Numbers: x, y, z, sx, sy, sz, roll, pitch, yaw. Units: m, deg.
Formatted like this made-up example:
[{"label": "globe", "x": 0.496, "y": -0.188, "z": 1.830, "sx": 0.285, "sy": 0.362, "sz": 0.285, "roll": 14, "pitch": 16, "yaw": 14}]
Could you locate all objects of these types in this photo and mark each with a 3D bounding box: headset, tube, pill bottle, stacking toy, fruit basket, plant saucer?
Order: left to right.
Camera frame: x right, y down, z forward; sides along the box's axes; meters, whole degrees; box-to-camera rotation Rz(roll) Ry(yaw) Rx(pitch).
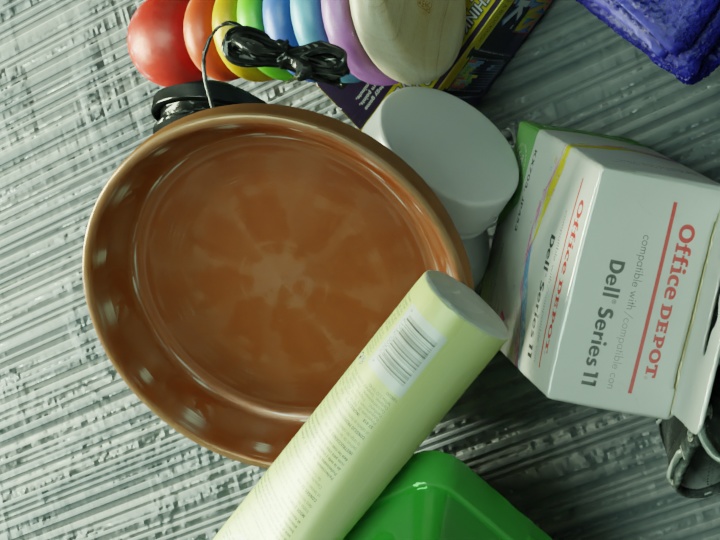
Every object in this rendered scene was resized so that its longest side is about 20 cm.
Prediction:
[{"label": "headset", "x": -0.067, "y": -0.050, "z": 1.271, "sx": 0.200, "sy": 0.094, "sz": 0.124, "roll": 105, "pitch": 170, "yaw": -46}, {"label": "stacking toy", "x": -0.045, "y": -0.130, "z": 1.290, "sx": 0.200, "sy": 0.085, "sz": 0.085, "roll": -6, "pitch": 87, "yaw": 38}, {"label": "plant saucer", "x": -0.040, "y": 0.008, "z": 1.207, "sx": 0.200, "sy": 0.032, "sz": 0.200, "roll": 7, "pitch": 118, "yaw": 12}, {"label": "tube", "x": -0.008, "y": 0.090, "z": 1.166, "sx": 0.052, "sy": 0.058, "sz": 0.200, "roll": 40, "pitch": 104, "yaw": 5}, {"label": "pill bottle", "x": 0.000, "y": 0.000, "z": 1.278, "sx": 0.111, "sy": 0.111, "sz": 0.200, "roll": 54, "pitch": 132, "yaw": 21}, {"label": "fruit basket", "x": 0.044, "y": 0.161, "z": 1.257, "sx": 0.155, "sy": 0.216, "sz": 0.216, "roll": -27, "pitch": 76, "yaw": 31}]

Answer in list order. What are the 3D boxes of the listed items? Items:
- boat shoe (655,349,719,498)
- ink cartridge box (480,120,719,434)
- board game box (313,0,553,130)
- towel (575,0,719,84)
[{"label": "boat shoe", "x": 0.188, "y": 0.067, "z": 1.146, "sx": 0.199, "sy": 0.074, "sz": 0.068, "roll": 137, "pitch": 137, "yaw": -66}, {"label": "ink cartridge box", "x": 0.119, "y": 0.000, "z": 1.179, "sx": 0.200, "sy": 0.067, "sz": 0.117, "roll": -134, "pitch": 55, "yaw": -75}, {"label": "board game box", "x": 0.032, "y": -0.187, "z": 1.313, "sx": 0.165, "sy": 0.057, "sz": 0.200, "roll": 47, "pitch": 115, "yaw": 22}, {"label": "towel", "x": 0.124, "y": -0.201, "z": 1.181, "sx": 0.200, "sy": 0.050, "sz": 0.148, "roll": 41, "pitch": 116, "yaw": 28}]
